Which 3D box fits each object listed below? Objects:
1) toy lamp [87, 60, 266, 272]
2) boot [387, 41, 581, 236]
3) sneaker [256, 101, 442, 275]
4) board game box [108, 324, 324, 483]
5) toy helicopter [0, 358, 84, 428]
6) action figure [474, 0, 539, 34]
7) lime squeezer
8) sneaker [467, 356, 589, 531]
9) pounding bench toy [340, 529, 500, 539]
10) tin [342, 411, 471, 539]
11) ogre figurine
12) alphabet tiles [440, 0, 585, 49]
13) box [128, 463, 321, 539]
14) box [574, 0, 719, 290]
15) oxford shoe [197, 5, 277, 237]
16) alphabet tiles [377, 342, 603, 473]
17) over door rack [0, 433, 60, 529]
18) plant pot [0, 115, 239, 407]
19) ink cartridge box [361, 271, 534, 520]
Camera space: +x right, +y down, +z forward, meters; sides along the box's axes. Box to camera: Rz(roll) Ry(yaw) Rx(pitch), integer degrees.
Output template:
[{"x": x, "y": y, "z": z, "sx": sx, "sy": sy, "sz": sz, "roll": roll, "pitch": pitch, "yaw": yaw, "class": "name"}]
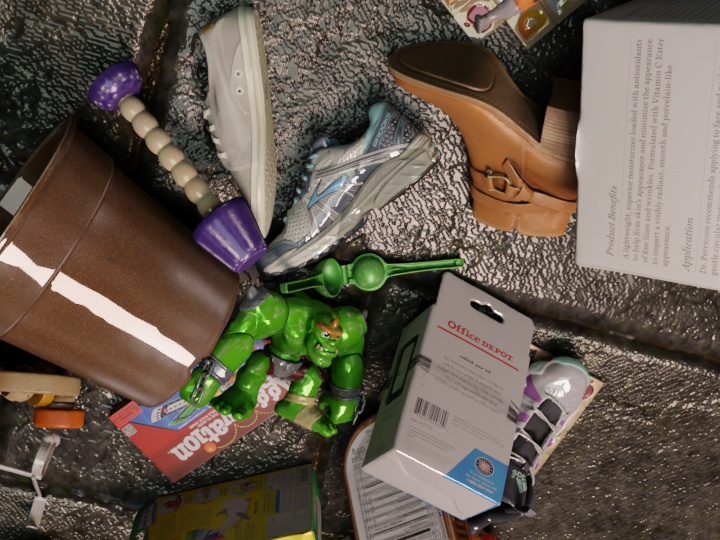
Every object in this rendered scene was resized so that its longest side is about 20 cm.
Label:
[{"x": -0.152, "y": -0.086, "z": 0.801, "sx": 0.058, "sy": 0.058, "sz": 0.200, "roll": -39, "pitch": 82, "yaw": 13, "class": "toy lamp"}, {"x": 0.111, "y": -0.111, "z": 0.841, "sx": 0.199, "sy": 0.074, "sz": 0.155, "roll": 23, "pitch": 141, "yaw": 16, "class": "boot"}, {"x": -0.025, "y": -0.073, "z": 0.857, "sx": 0.200, "sy": 0.078, "sz": 0.087, "roll": -38, "pitch": 89, "yaw": 13, "class": "sneaker"}, {"x": -0.146, "y": 0.127, "z": 0.952, "sx": 0.199, "sy": 0.019, "sz": 0.103, "roll": -35, "pitch": 112, "yaw": 11, "class": "board game box"}, {"x": -0.362, "y": 0.104, "z": 0.881, "sx": 0.198, "sy": 0.132, "sz": 0.080, "roll": 2, "pitch": 84, "yaw": 14, "class": "toy helicopter"}, {"x": 0.166, "y": -0.298, "z": 0.763, "sx": 0.192, "sy": 0.105, "sz": 0.202, "roll": -14, "pitch": 86, "yaw": -5, "class": "action figure"}, {"x": 0.000, "y": 0.000, "z": 0.886, "sx": 0.199, "sy": 0.071, "sz": 0.038, "roll": -7, "pitch": 77, "yaw": -32, "class": "lime squeezer"}, {"x": 0.159, "y": 0.184, "z": 0.919, "sx": 0.078, "sy": 0.140, "sz": 0.200, "roll": 37, "pitch": 107, "yaw": -17, "class": "sneaker"}, {"x": 0.078, "y": 0.342, "z": 0.957, "sx": 0.155, "sy": 0.200, "sz": 0.125, "roll": -33, "pitch": 111, "yaw": 11, "class": "pounding bench toy"}, {"x": 0.042, "y": 0.232, "z": 0.915, "sx": 0.112, "sy": 0.201, "sz": 0.042, "roll": -28, "pitch": 148, "yaw": 26, "class": "tin"}, {"x": -0.066, "y": 0.080, "z": 0.874, "sx": 0.199, "sy": 0.098, "sz": 0.121, "roll": 17, "pitch": 97, "yaw": -21, "class": "ogre figurine"}, {"x": 0.145, "y": -0.295, "z": 0.797, "sx": 0.200, "sy": 0.006, "sz": 0.167, "roll": -39, "pitch": 110, "yaw": 12, "class": "alphabet tiles"}, {"x": -0.140, "y": 0.267, "z": 0.958, "sx": 0.198, "sy": 0.118, "sz": 0.049, "roll": -11, "pitch": 113, "yaw": 2, "class": "box"}, {"x": 0.271, "y": -0.117, "z": 0.759, "sx": 0.130, "sy": 0.200, "sz": 0.201, "roll": 13, "pitch": 119, "yaw": 33, "class": "box"}, {"x": -0.106, "y": -0.126, "z": 0.820, "sx": 0.057, "sy": 0.075, "sz": 0.202, "roll": -5, "pitch": 109, "yaw": 1, "class": "oxford shoe"}, {"x": 0.126, "y": 0.138, "z": 0.979, "sx": 0.199, "sy": 0.008, "sz": 0.168, "roll": 28, "pitch": 109, "yaw": -14, "class": "alphabet tiles"}, {"x": -0.374, "y": 0.180, "z": 0.911, "sx": 0.147, "sy": 0.067, "sz": 0.200, "roll": 18, "pitch": 146, "yaw": -10, "class": "over door rack"}, {"x": -0.224, "y": 0.005, "z": 0.812, "sx": 0.198, "sy": 0.201, "sz": 0.200, "roll": 35, "pitch": 107, "yaw": -24, "class": "plant pot"}, {"x": 0.088, "y": 0.115, "z": 0.891, "sx": 0.115, "sy": 0.201, "sz": 0.068, "roll": 29, "pitch": 144, "yaw": -13, "class": "ink cartridge box"}]
